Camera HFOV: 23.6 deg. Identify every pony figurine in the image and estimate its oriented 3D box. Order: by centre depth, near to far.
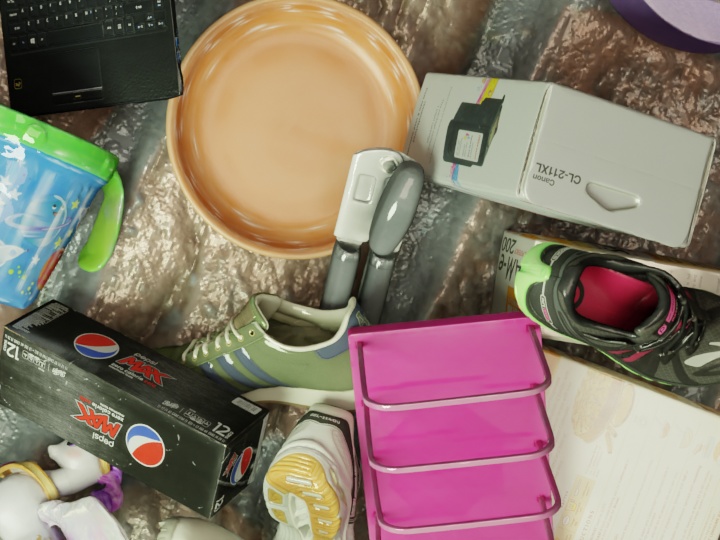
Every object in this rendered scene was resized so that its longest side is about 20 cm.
[{"bbox_3d":[-0.235,0.202,1.265,0.199,0.167,0.194,-20,69,-21],"label":"pony figurine"}]

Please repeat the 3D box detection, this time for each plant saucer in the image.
[{"bbox_3d":[-0.050,-0.110,1.320,0.199,0.037,0.202,0,93,-7],"label":"plant saucer"}]

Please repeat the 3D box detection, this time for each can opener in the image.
[{"bbox_3d":[0.000,0.000,1.289,0.052,0.067,0.201,12,119,-6],"label":"can opener"}]

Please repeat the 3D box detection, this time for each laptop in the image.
[{"bbox_3d":[-0.230,-0.213,1.218,0.176,0.103,0.202,-2,96,37],"label":"laptop"}]

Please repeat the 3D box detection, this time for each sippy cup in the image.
[{"bbox_3d":[-0.260,-0.048,1.246,0.177,0.140,0.131,23,87,-9],"label":"sippy cup"}]

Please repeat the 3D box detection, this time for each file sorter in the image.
[{"bbox_3d":[0.070,0.150,1.213,0.138,0.126,0.201,-6,111,1],"label":"file sorter"}]

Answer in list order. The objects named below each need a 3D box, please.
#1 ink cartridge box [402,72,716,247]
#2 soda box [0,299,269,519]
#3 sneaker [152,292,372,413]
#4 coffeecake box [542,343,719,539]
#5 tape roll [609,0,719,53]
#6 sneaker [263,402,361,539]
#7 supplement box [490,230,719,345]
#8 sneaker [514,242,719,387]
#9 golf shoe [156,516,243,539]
[{"bbox_3d":[0.139,-0.082,1.245,0.145,0.200,0.083,15,91,-24],"label":"ink cartridge box"},{"bbox_3d":[-0.169,0.099,1.257,0.199,0.063,0.071,26,121,19],"label":"soda box"},{"bbox_3d":[-0.081,0.053,1.281,0.199,0.067,0.090,0,124,12],"label":"sneaker"},{"bbox_3d":[0.185,0.156,1.342,0.199,0.073,0.154,21,93,-7],"label":"coffeecake box"},{"bbox_3d":[0.279,-0.270,1.322,0.198,0.085,0.202,0,93,-6],"label":"tape roll"},{"bbox_3d":[-0.026,0.181,1.293,0.075,0.201,0.088,16,49,9],"label":"sneaker"},{"bbox_3d":[0.209,0.022,1.311,0.198,0.126,0.074,9,93,-7],"label":"supplement box"},{"bbox_3d":[0.202,0.037,1.198,0.199,0.084,0.077,15,89,-21],"label":"sneaker"},{"bbox_3d":[-0.064,0.233,1.253,0.200,0.097,0.079,42,44,-35],"label":"golf shoe"}]
